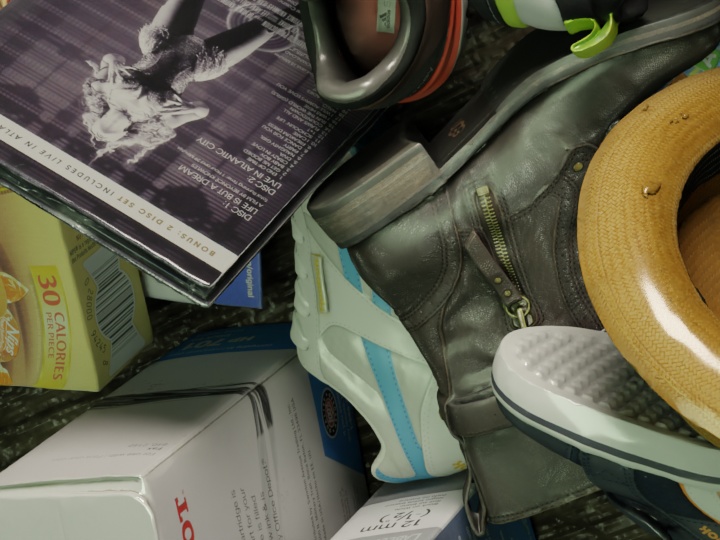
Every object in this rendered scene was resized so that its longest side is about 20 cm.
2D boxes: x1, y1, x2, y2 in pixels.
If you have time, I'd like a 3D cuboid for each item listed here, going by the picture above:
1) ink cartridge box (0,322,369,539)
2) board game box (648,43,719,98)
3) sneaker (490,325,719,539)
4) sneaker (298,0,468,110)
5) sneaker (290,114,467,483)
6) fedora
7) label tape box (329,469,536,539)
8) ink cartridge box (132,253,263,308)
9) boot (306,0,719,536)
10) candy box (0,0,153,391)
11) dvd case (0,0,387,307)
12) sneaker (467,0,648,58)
[{"bbox_3d":[-0.068,0.122,0.863,0.085,0.200,0.148,-4,104,25],"label":"ink cartridge box"},{"bbox_3d":[0.188,0.001,0.805,0.199,0.037,0.152,37,117,9],"label":"board game box"},{"bbox_3d":[0.137,0.085,0.761,0.198,0.079,0.080,17,116,-8],"label":"sneaker"},{"bbox_3d":[0.003,-0.154,0.740,0.076,0.082,0.202,0,109,22],"label":"sneaker"},{"bbox_3d":[0.000,0.000,0.863,0.080,0.077,0.201,-26,95,19],"label":"sneaker"},{"bbox_3d":[0.167,0.012,0.716,0.200,0.201,0.082,30,143,12],"label":"fedora"},{"bbox_3d":[0.026,0.180,0.840,0.066,0.200,0.144,-11,101,27],"label":"label tape box"},{"bbox_3d":[-0.129,-0.053,0.927,0.198,0.042,0.120,9,111,24],"label":"ink cartridge box"},{"bbox_3d":[0.092,-0.002,0.795,0.199,0.069,0.175,-31,105,15],"label":"boot"},{"bbox_3d":[-0.172,-0.048,0.885,0.114,0.055,0.202,2,115,26],"label":"candy box"},{"bbox_3d":[-0.069,-0.083,0.806,0.148,0.200,0.016,30,138,12],"label":"dvd case"},{"bbox_3d":[0.101,-0.176,0.741,0.082,0.072,0.202,15,86,25],"label":"sneaker"}]
